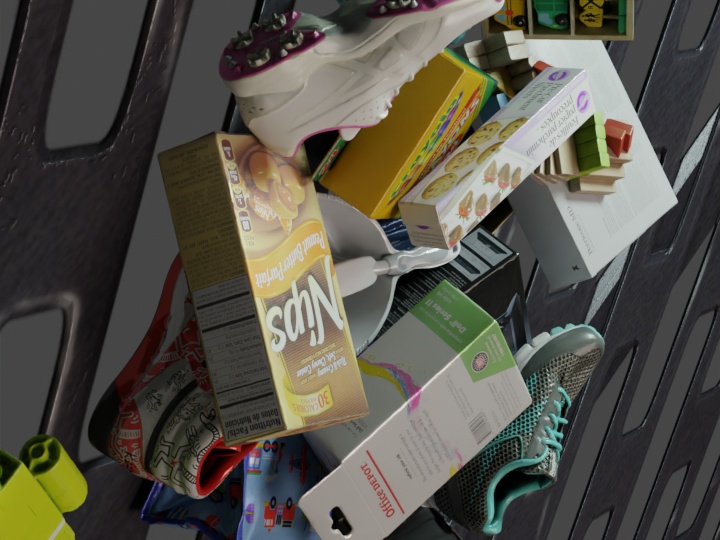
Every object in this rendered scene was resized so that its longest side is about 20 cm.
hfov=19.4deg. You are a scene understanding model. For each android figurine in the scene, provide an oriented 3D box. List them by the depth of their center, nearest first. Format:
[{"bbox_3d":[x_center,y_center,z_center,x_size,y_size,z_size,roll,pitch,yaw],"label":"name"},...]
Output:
[{"bbox_3d":[-0.248,0.197,1.387,0.183,0.041,0.201,-53,151,-22],"label":"android figurine"}]

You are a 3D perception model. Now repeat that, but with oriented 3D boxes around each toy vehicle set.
[{"bbox_3d":[0.150,-0.259,1.625,0.201,0.123,0.027,81,13,-50],"label":"toy vehicle set"}]

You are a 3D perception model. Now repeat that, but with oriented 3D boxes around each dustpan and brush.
[{"bbox_3d":[0.000,0.000,1.580,0.199,0.057,0.141,-18,104,-51],"label":"dustpan and brush"}]

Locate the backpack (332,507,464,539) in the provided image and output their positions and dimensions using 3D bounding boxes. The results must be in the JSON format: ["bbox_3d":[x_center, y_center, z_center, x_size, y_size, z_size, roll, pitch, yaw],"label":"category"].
[{"bbox_3d":[0.013,0.267,1.799,0.151,0.178,0.200,-50,166,25],"label":"backpack"}]

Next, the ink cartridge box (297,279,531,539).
[{"bbox_3d":[0.026,0.118,1.585,0.200,0.067,0.117,-41,140,-11],"label":"ink cartridge box"}]

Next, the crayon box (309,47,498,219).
[{"bbox_3d":[0.034,-0.102,1.526,0.127,0.051,0.200,-57,171,9],"label":"crayon box"}]

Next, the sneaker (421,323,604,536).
[{"bbox_3d":[0.136,0.133,1.682,0.200,0.091,0.078,-47,142,-6],"label":"sneaker"}]

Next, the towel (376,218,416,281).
[{"bbox_3d":[0.028,0.028,1.700,0.111,0.049,0.201,-22,135,-20],"label":"towel"}]

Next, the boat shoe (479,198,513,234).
[{"bbox_3d":[0.084,-0.028,1.776,0.201,0.063,0.073,-52,154,-15],"label":"boat shoe"}]

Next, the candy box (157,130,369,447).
[{"bbox_3d":[-0.064,0.011,1.418,0.115,0.055,0.202,-4,78,-61],"label":"candy box"}]

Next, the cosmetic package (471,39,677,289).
[{"bbox_3d":[0.171,-0.108,1.757,0.151,0.051,0.201,-36,103,-46],"label":"cosmetic package"}]

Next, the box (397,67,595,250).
[{"bbox_3d":[0.103,-0.086,1.563,0.200,0.041,0.039,-42,126,-35],"label":"box"}]

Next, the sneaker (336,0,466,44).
[{"bbox_3d":[0.041,-0.194,1.537,0.199,0.077,0.080,-10,131,-60],"label":"sneaker"}]

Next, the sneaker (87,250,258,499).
[{"bbox_3d":[-0.097,0.059,1.463,0.202,0.107,0.067,-61,154,-7],"label":"sneaker"}]

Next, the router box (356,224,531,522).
[{"bbox_3d":[0.065,0.085,1.691,0.157,0.052,0.201,-34,138,-21],"label":"router box"}]

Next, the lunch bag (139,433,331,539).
[{"bbox_3d":[-0.070,0.108,1.604,0.150,0.093,0.202,18,86,-63],"label":"lunch bag"}]

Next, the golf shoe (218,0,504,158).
[{"bbox_3d":[0.007,-0.143,1.401,0.198,0.075,0.092,-20,120,-1],"label":"golf shoe"}]

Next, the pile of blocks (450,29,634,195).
[{"bbox_3d":[0.154,-0.122,1.668,0.199,0.062,0.083,31,58,-33],"label":"pile of blocks"}]
